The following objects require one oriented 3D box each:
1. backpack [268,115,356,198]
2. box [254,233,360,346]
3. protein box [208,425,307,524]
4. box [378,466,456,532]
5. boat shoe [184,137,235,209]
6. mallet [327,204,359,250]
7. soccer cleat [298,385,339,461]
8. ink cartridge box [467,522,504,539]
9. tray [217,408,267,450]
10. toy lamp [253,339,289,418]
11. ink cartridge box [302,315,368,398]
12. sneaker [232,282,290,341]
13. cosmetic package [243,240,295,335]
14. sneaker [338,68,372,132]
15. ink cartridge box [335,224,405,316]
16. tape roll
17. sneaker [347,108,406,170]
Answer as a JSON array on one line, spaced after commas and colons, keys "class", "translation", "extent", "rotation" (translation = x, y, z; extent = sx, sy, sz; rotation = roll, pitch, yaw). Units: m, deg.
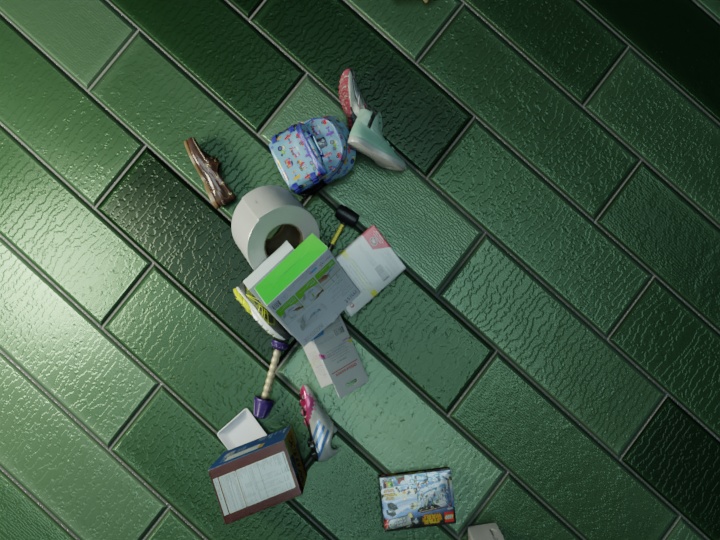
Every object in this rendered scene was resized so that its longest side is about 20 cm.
[{"class": "backpack", "translation": [-0.118, -0.311, 1.732], "extent": [0.196, 0.134, 0.187], "rotation": [-25, 86, 11]}, {"class": "box", "translation": [-0.126, 0.050, 1.609], "extent": [0.200, 0.097, 0.177], "rotation": [-43, 130, -5]}, {"class": "protein box", "translation": [-0.249, 0.502, 1.642], "extent": [0.195, 0.199, 0.139], "rotation": [-20, 87, -2]}, {"class": "box", "translation": [0.150, 0.606, 1.746], "extent": [0.193, 0.040, 0.142], "rotation": [-5, 86, -2]}, {"class": "boat shoe", "translation": [-0.403, -0.270, 1.774], "extent": [0.069, 0.070, 0.204], "rotation": [-27, 96, 4]}, {"class": "mallet", "translation": [-0.082, -0.084, 1.788], "extent": [0.065, 0.041, 0.202], "rotation": [36, 90, 0]}, {"class": "soccer cleat", "translation": [-0.109, 0.399, 1.747], "extent": [0.084, 0.070, 0.207], "rotation": [-11, 89, -18]}, {"class": "ink cartridge box", "translation": [0.328, 0.773, 1.687], "extent": [0.080, 0.145, 0.207], "rotation": [-5, 87, 1]}, {"class": "tray", "translation": [-0.282, 0.479, 1.753], "extent": [0.107, 0.022, 0.202], "rotation": [-38, 88, -4]}, {"class": "toy lamp", "translation": [-0.239, 0.289, 1.750], "extent": [0.057, 0.058, 0.206], "rotation": [17, 85, 0]}, {"class": "ink cartridge box", "translation": [-0.072, 0.225, 1.726], "extent": [0.113, 0.067, 0.205], "rotation": [-23, 86, -38]}, {"class": "sneaker", "translation": [-0.251, 0.101, 1.751], "extent": [0.085, 0.074, 0.200], "rotation": [-44, 91, -9]}, {"class": "cosmetic package", "translation": [-0.180, 0.047, 1.670], "extent": [0.151, 0.052, 0.201], "rotation": [-44, 130, -6]}, {"class": "sneaker", "translation": [-0.007, -0.445, 1.792], "extent": [0.073, 0.080, 0.206], "rotation": [-18, 101, -18]}, {"class": "ink cartridge box", "translation": [0.000, 0.000, 1.752], "extent": [0.199, 0.083, 0.146], "rotation": [-39, 95, -4]}, {"class": "tape roll", "translation": [-0.218, -0.097, 1.686], "extent": [0.197, 0.139, 0.208], "rotation": [-14, 122, -23]}, {"class": "sneaker", "translation": [0.062, -0.350, 1.755], "extent": [0.198, 0.073, 0.122], "rotation": [26, 76, -37]}]
